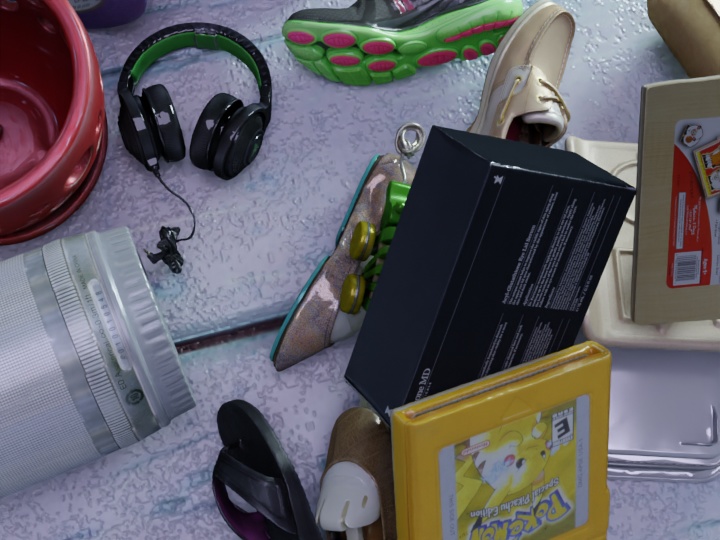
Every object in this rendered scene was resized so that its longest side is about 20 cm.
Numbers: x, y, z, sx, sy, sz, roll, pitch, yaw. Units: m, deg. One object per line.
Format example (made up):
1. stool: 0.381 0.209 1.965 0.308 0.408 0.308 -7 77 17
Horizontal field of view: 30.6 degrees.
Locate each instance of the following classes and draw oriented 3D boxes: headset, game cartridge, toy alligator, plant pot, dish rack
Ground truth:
1. headset: -0.137 -0.103 1.058 0.123 0.094 0.201 6 63 1
2. game cartridge: 0.107 0.166 0.954 0.176 0.032 0.201 -17 116 -24
3. toy alligator: 0.028 -0.025 0.993 0.059 0.054 0.201 14 77 -13
4. plant pot: -0.288 -0.115 0.980 0.199 0.183 0.202 1 79 -4
5. dish rack: 0.222 0.066 1.053 0.171 0.044 0.201 3 78 -3

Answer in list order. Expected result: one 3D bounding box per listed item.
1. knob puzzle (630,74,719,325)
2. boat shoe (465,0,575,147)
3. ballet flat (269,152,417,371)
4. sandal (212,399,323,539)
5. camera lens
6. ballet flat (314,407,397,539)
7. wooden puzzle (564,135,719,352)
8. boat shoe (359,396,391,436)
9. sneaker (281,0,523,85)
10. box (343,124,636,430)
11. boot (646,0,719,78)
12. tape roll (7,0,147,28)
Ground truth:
1. knob puzzle: 0.291 -0.057 0.949 0.218 0.030 0.221 -3 110 -9
2. boat shoe: 0.134 -0.121 1.058 0.069 0.074 0.201 20 84 43
3. ballet flat: 0.000 0.000 1.035 0.067 0.068 0.201 26 79 10
4. sandal: -0.071 0.178 0.965 0.048 0.076 0.201 -10 53 -29
5. camera lens: -0.238 0.070 0.959 0.199 0.160 0.161 -22 81 -8
6. ballet flat: -0.004 0.205 0.975 0.068 0.072 0.201 0 94 31
7. wooden puzzle: 0.256 -0.014 1.030 0.199 0.046 0.186 5 59 -8
8. boat shoe: 0.047 0.160 1.012 0.073 0.063 0.201 -21 81 -8
9. sneaker: 0.032 -0.209 1.087 0.199 0.077 0.084 -9 61 -8
10. box: 0.090 0.011 0.937 0.141 0.079 0.201 5 113 -38
11. boot: 0.282 -0.144 1.051 0.174 0.066 0.201 -10 62 -30
12. tape roll: -0.253 -0.263 1.003 0.199 0.200 0.085 11 78 -2
